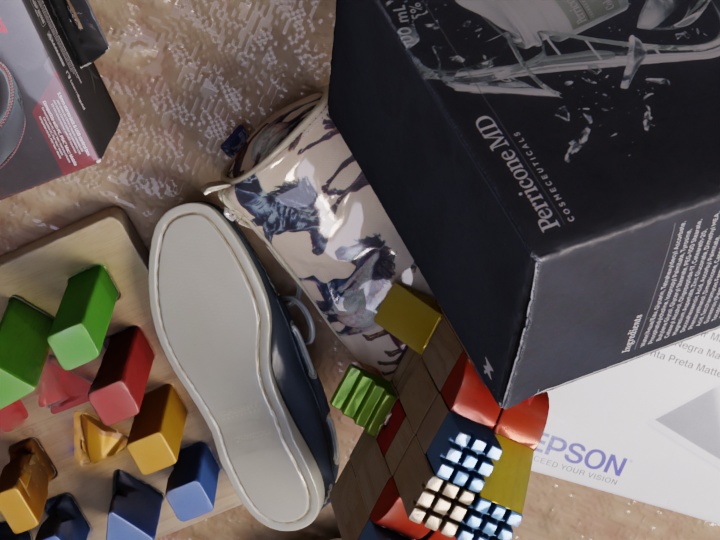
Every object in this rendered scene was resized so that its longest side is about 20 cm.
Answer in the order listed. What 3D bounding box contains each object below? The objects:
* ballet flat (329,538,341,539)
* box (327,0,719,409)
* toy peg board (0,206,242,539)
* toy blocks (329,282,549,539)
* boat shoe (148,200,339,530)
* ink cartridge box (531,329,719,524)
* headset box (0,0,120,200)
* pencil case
[{"bbox_3d":[-0.040,0.214,1.095,0.073,0.073,0.200,36,112,-14],"label":"ballet flat"},{"bbox_3d":[0.113,-0.071,0.846,0.196,0.201,0.124,-19,147,-17],"label":"box"},{"bbox_3d":[-0.185,0.102,1.031,0.199,0.098,0.200,-23,112,11],"label":"toy peg board"},{"bbox_3d":[0.048,0.090,0.913,0.100,0.137,0.201,25,103,-16],"label":"toy blocks"},{"bbox_3d":[-0.060,0.049,1.022,0.075,0.062,0.201,-18,105,26],"label":"boat shoe"},{"bbox_3d":[0.201,0.044,0.995,0.198,0.041,0.201,16,114,-6],"label":"ink cartridge box"},{"bbox_3d":[-0.232,-0.107,0.950,0.199,0.075,0.149,-19,112,10],"label":"headset box"},{"bbox_3d":[0.000,0.000,0.991,0.089,0.078,0.200,-34,110,5],"label":"pencil case"}]
